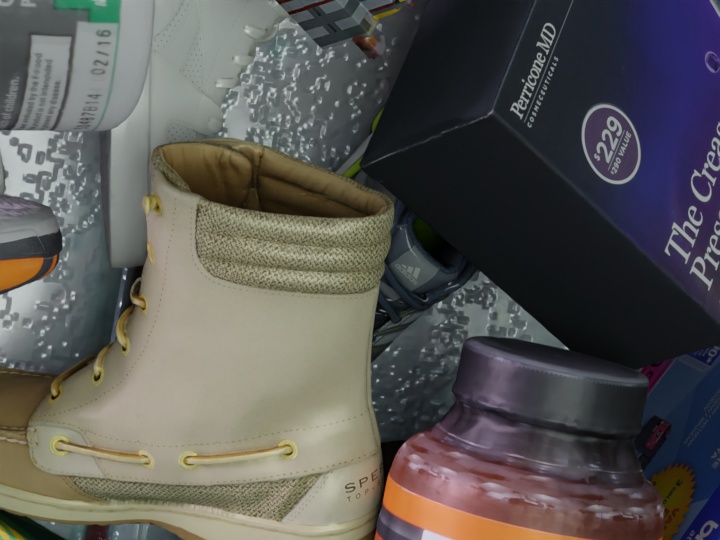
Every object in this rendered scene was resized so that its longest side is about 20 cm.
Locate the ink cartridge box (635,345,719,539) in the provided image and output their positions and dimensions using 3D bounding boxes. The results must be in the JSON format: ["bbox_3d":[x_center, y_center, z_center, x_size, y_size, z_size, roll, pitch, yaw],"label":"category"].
[{"bbox_3d":[0.158,0.094,0.987,0.076,0.200,0.136,37,88,-17],"label":"ink cartridge box"}]

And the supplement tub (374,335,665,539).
[{"bbox_3d":[0.052,0.129,0.916,0.107,0.107,0.200,10,96,-16],"label":"supplement tub"}]

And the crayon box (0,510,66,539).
[{"bbox_3d":[-0.195,0.138,0.979,0.200,0.052,0.126,33,89,-17],"label":"crayon box"}]

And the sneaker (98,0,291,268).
[{"bbox_3d":[-0.045,-0.097,0.970,0.115,0.074,0.200,3,97,-12],"label":"sneaker"}]

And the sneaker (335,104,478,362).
[{"bbox_3d":[0.000,0.000,0.992,0.074,0.081,0.200,38,88,-17],"label":"sneaker"}]

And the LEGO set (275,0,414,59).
[{"bbox_3d":[0.029,-0.167,0.875,0.116,0.154,0.200,45,51,-24],"label":"LEGO set"}]

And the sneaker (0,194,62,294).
[{"bbox_3d":[-0.200,0.040,0.907,0.200,0.078,0.112,-13,102,0],"label":"sneaker"}]

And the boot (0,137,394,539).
[{"bbox_3d":[-0.084,0.022,0.930,0.200,0.073,0.156,12,119,17],"label":"boot"}]

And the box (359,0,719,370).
[{"bbox_3d":[0.101,-0.083,0.951,0.141,0.079,0.200,38,54,-23],"label":"box"}]

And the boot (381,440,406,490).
[{"bbox_3d":[0.046,0.162,1.024,0.097,0.075,0.200,-21,96,-23],"label":"boot"}]

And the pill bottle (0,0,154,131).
[{"bbox_3d":[-0.175,-0.103,0.820,0.200,0.113,0.113,-1,99,-16],"label":"pill bottle"}]

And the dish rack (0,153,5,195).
[{"bbox_3d":[-0.236,-0.091,0.936,0.171,0.044,0.200,-13,102,-12],"label":"dish rack"}]
